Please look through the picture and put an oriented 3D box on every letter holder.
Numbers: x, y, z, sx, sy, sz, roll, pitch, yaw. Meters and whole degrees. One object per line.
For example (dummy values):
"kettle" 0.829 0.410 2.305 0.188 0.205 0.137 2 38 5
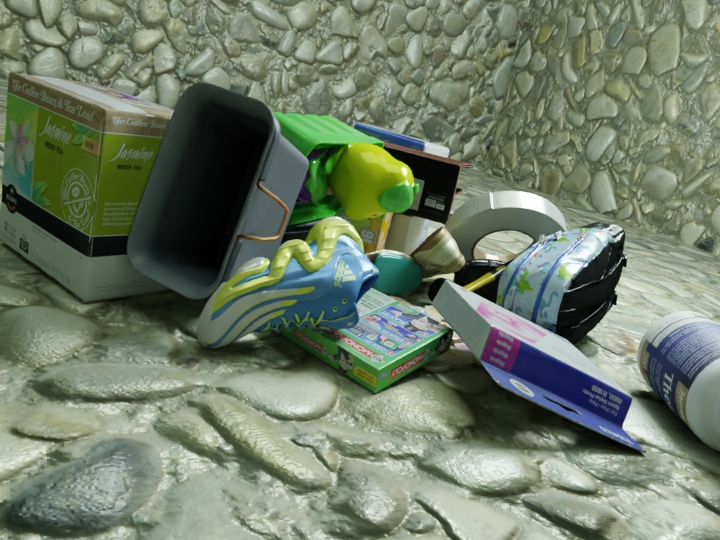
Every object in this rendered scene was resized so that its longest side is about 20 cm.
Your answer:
"letter holder" 0.086 -0.165 1.118 0.196 0.103 0.142 17 16 15

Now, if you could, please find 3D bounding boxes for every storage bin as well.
"storage bin" -0.130 -0.071 0.674 0.143 0.204 0.134 22 3 22

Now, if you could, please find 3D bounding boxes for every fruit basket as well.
"fruit basket" -0.028 -0.115 0.824 0.213 0.156 0.217 29 27 -16

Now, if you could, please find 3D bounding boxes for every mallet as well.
"mallet" 0.183 0.008 0.936 0.198 0.042 0.065 -30 41 -35

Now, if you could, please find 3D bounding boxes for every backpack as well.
"backpack" 0.278 0.030 0.870 0.151 0.166 0.200 17 33 22

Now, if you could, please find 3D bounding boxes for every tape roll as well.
"tape roll" 0.229 -0.044 1.000 0.198 0.204 0.038 12 52 -7

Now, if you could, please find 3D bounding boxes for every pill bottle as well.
"pill bottle" 0.397 0.129 0.691 0.108 0.113 0.200 13 15 -3

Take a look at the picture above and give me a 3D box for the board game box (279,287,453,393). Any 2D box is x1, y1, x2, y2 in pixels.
"board game box" -0.014 0.056 0.700 0.198 0.030 0.133 26 30 35

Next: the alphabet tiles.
"alphabet tiles" 0.065 0.071 0.783 0.197 0.015 0.195 0 21 -39

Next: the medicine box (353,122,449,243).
"medicine box" 0.060 -0.176 1.279 0.180 0.204 0.102 23 16 32

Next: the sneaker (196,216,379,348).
"sneaker" -0.061 0.029 0.622 0.199 0.076 0.105 -39 68 -22

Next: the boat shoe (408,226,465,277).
"boat shoe" 0.108 -0.012 0.960 0.063 0.073 0.200 46 -6 1

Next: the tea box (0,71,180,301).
"tea box" -0.296 -0.099 0.710 0.197 0.201 0.132 23 17 32

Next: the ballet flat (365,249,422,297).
"ballet flat" 0.000 0.000 0.878 0.197 0.069 0.062 2 12 -38

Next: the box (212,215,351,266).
"box" -0.101 -0.039 0.848 0.156 0.045 0.200 -4 9 9

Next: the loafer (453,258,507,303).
"loafer" 0.242 0.026 0.987 0.196 0.070 0.070 13 7 -17

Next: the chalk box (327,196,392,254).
"chalk box" -0.053 -0.086 1.020 0.196 0.127 0.124 15 17 8

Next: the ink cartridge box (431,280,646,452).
"ink cartridge box" 0.191 0.094 0.677 0.194 0.044 0.200 26 10 -19

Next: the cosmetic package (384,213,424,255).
"cosmetic package" 0.009 -0.088 1.143 0.196 0.089 0.103 19 16 17
